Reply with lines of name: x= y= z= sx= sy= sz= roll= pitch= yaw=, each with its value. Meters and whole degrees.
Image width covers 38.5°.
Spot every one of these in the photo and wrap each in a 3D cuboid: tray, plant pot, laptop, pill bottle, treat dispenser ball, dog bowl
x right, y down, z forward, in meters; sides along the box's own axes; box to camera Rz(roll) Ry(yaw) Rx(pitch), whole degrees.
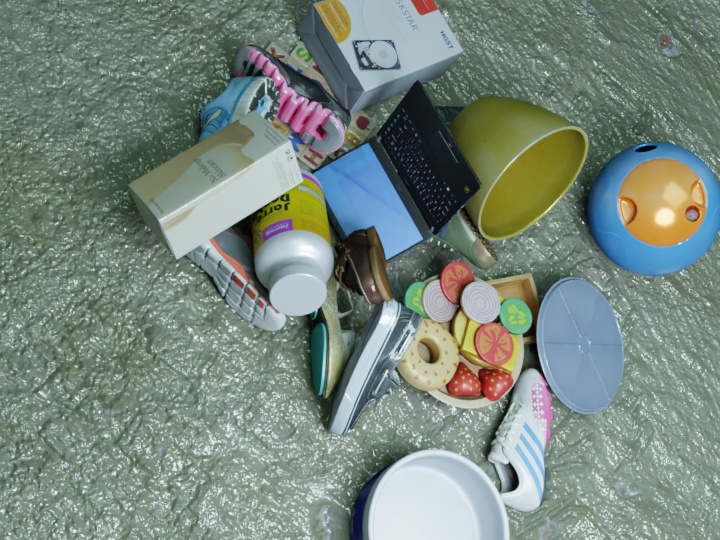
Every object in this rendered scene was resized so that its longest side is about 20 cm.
tray: x=0.172 y=0.070 z=1.494 sx=0.198 sy=0.037 sz=0.100 roll=-9 pitch=75 yaw=-23
plant pot: x=0.202 y=-0.165 z=1.463 sx=0.199 sy=0.201 sz=0.142 roll=-25 pitch=58 yaw=-27
laptop: x=0.042 y=-0.125 z=1.421 sx=0.103 sy=0.200 sz=0.178 roll=-18 pitch=71 yaw=-37
pill bottle: x=-0.090 y=-0.038 z=1.350 sx=0.103 sy=0.105 sz=0.201 roll=9 pitch=41 yaw=-18
treat dispenser ball: x=0.447 y=-0.093 z=1.568 sx=0.199 sy=0.201 sz=0.203 roll=7 pitch=69 yaw=-19
dog bowl: x=0.089 y=0.340 z=1.339 sx=0.198 sy=0.079 sz=0.202 roll=7 pitch=68 yaw=-19

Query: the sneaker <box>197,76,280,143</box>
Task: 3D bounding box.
sneaker: x=-0.193 y=-0.185 z=1.431 sx=0.089 sy=0.078 sz=0.201 roll=22 pitch=72 yaw=33

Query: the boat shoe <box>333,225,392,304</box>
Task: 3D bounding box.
boat shoe: x=0.000 y=0.000 z=1.335 sx=0.070 sy=0.200 sz=0.071 roll=-19 pitch=106 yaw=4

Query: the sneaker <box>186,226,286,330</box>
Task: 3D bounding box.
sneaker: x=-0.158 y=-0.011 z=1.373 sx=0.200 sy=0.077 sz=0.082 roll=49 pitch=55 yaw=0

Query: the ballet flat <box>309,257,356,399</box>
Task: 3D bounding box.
ballet flat: x=-0.039 y=0.071 z=1.392 sx=0.070 sy=0.071 sz=0.202 roll=-1 pitch=69 yaw=-22

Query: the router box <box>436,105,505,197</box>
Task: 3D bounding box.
router box: x=0.205 y=-0.174 z=1.585 sx=0.198 sy=0.051 sz=0.151 roll=-1 pitch=74 yaw=-22

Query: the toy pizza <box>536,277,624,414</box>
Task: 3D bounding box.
toy pizza: x=0.319 y=0.111 z=1.518 sx=0.199 sy=0.032 sz=0.203 roll=11 pitch=73 yaw=-39

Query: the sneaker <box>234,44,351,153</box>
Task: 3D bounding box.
sneaker: x=-0.094 y=-0.257 z=1.490 sx=0.200 sy=0.079 sz=0.096 roll=41 pitch=40 yaw=-4

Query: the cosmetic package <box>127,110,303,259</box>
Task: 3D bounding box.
cosmetic package: x=-0.186 y=-0.113 z=1.326 sx=0.199 sy=0.072 sz=0.105 roll=-34 pitch=46 yaw=-17

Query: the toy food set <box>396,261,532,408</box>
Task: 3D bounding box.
toy food set: x=0.142 y=0.090 z=1.427 sx=0.198 sy=0.049 sz=0.200 roll=24 pitch=64 yaw=-12

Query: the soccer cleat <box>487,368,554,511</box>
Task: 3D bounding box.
soccer cleat: x=0.220 y=0.231 z=1.434 sx=0.085 sy=0.070 sz=0.202 roll=10 pitch=68 yaw=-18

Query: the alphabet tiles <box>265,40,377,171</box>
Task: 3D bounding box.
alphabet tiles: x=-0.077 y=-0.245 z=1.525 sx=0.199 sy=0.006 sz=0.167 roll=37 pitch=62 yaw=-6

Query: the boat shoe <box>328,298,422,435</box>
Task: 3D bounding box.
boat shoe: x=0.020 y=0.135 z=1.339 sx=0.070 sy=0.072 sz=0.202 roll=22 pitch=109 yaw=-10

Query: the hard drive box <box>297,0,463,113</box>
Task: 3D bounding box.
hard drive box: x=0.030 y=-0.349 z=1.563 sx=0.199 sy=0.077 sz=0.157 roll=-28 pitch=83 yaw=-30

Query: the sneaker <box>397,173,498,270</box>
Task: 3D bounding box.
sneaker: x=0.110 y=-0.066 z=1.485 sx=0.090 sy=0.067 sz=0.201 roll=-39 pitch=71 yaw=15
